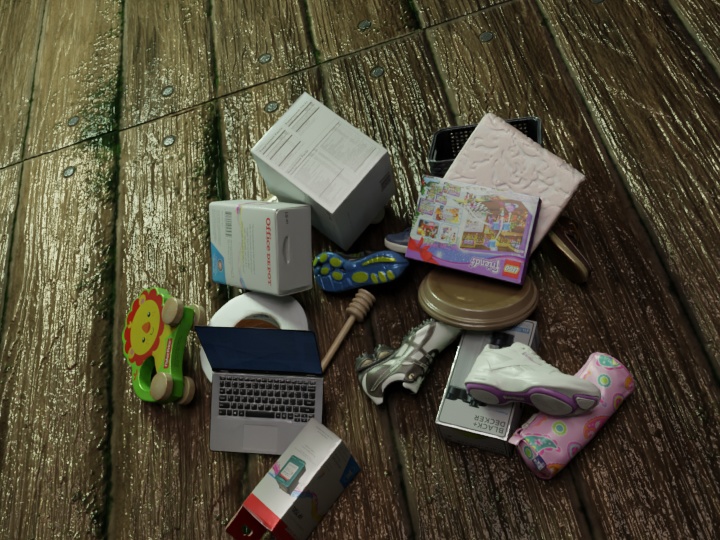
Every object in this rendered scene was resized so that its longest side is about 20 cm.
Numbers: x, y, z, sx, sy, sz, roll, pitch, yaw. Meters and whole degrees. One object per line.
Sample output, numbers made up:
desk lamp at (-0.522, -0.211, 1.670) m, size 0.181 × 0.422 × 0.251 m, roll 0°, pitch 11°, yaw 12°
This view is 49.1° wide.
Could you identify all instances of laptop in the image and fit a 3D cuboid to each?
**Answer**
laptop at (-0.155, 0.189, 1.208) m, size 0.183 × 0.116 × 0.205 m, roll 2°, pitch 88°, yaw 7°

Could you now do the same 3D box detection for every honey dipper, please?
honey dipper at (-0.039, 0.121, 1.337) m, size 0.037 × 0.038 × 0.202 m, roll 22°, pitch 67°, yaw 29°

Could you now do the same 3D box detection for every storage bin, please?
storage bin at (0.227, -0.193, 1.405) m, size 0.195 × 0.095 × 0.136 m, roll -5°, pitch 33°, yaw 17°

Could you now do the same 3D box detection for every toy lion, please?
toy lion at (-0.362, 0.130, 1.393) m, size 0.189 × 0.068 × 0.205 m, roll -7°, pitch 72°, yaw 41°

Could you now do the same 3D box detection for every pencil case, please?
pencil case at (0.305, 0.208, 1.139) m, size 0.199 × 0.088 × 0.087 m, roll -41°, pitch 55°, yaw -13°

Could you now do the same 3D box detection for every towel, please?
towel at (0.235, -0.128, 1.294) m, size 0.199 × 0.032 × 0.193 m, roll 37°, pitch 99°, yaw 18°

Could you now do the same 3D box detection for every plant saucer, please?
plant saucer at (0.190, 0.029, 1.280) m, size 0.195 × 0.030 × 0.201 m, roll -3°, pitch 30°, yaw 2°

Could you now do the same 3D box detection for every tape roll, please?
tape roll at (-0.172, 0.134, 1.351) m, size 0.196 × 0.067 × 0.204 m, roll -8°, pitch 55°, yaw 11°

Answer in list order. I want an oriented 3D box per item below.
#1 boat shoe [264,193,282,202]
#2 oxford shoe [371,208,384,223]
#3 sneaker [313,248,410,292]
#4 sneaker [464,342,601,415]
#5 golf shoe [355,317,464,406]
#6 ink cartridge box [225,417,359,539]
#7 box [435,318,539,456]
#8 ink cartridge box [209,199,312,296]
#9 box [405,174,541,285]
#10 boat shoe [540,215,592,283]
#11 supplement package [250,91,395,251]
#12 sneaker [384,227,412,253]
boat shoe at (-0.163, -0.113, 1.512) m, size 0.067 × 0.075 × 0.204 m, roll 0°, pitch 57°, yaw 10°
oxford shoe at (-0.031, -0.151, 1.512) m, size 0.199 × 0.058 × 0.075 m, roll 40°, pitch 44°, yaw 20°
sneaker at (0.000, 0.000, 1.393) m, size 0.196 × 0.082 × 0.073 m, roll -4°, pitch 89°, yaw 32°
sneaker at (0.246, 0.145, 1.119) m, size 0.197 × 0.075 × 0.101 m, roll 5°, pitch 52°, yaw 34°
golf shoe at (0.091, 0.146, 1.263) m, size 0.197 × 0.078 × 0.096 m, roll -30°, pitch 61°, yaw 6°
ink cartridge box at (-0.096, 0.333, 1.160) m, size 0.067 × 0.117 × 0.201 m, roll 29°, pitch 69°, yaw 31°
box at (0.199, 0.169, 1.214) m, size 0.114 × 0.061 × 0.203 m, roll 10°, pitch 61°, yaw 23°
ink cartridge box at (-0.175, -0.045, 1.385) m, size 0.084 × 0.148 × 0.198 m, roll -10°, pitch 13°, yaw -42°
box at (0.180, -0.067, 1.272) m, size 0.196 × 0.039 × 0.140 m, roll 14°, pitch 90°, yaw 21°
boat shoe at (0.336, -0.064, 1.328) m, size 0.071 × 0.073 × 0.201 m, roll -29°, pitch 46°, yaw -3°
supplement package at (-0.062, -0.174, 1.402) m, size 0.199 × 0.152 × 0.151 m, roll 37°, pitch 77°, yaw 20°
sneaker at (0.137, -0.082, 1.371) m, size 0.195 × 0.086 × 0.075 m, roll -7°, pitch 19°, yaw -1°
